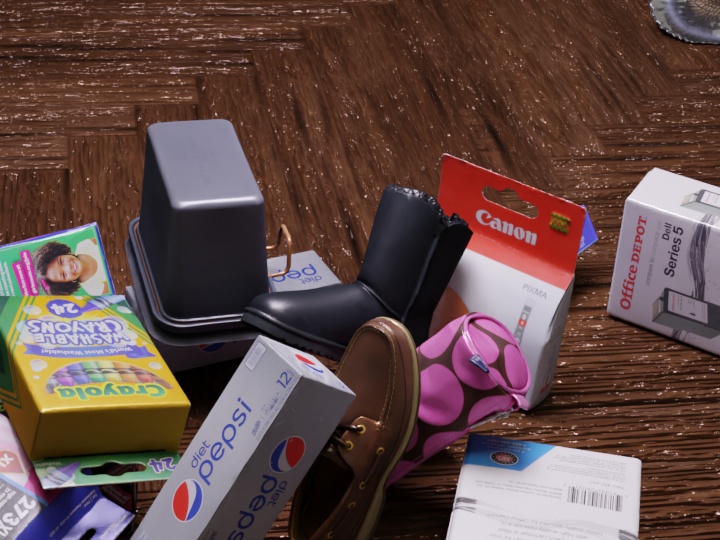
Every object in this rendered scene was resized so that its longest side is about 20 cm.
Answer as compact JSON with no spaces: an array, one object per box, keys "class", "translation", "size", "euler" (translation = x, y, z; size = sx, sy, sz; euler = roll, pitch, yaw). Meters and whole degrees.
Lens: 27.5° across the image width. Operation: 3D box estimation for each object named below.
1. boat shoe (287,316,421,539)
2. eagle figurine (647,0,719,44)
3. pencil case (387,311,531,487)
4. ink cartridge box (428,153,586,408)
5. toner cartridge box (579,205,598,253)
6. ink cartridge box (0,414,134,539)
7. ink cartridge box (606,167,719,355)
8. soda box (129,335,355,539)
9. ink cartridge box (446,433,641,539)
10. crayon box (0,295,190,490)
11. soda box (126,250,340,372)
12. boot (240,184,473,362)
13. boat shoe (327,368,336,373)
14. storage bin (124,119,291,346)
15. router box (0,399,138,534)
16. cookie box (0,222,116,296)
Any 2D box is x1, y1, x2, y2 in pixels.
[{"class":"boat shoe","translation":[-0.008,0.135,1.163],"size":[0.072,0.201,0.067],"euler":[23,13,34]},{"class":"eagle figurine","translation":[0.550,-0.401,2.194],"size":[0.200,0.151,0.152],"euler":[-12,-23,32]},{"class":"pencil case","translation":[0.046,0.122,1.219],"size":[0.091,0.200,0.094],"euler":[0,56,-57]},{"class":"ink cartridge box","translation":[0.118,0.011,1.380],"size":[0.162,0.200,0.050],"euler":[24,35,29]},{"class":"toner cartridge box","translation":[0.152,-0.005,1.519],"size":[0.095,0.043,0.200],"euler":[-17,11,46]},{"class":"ink cartridge box","translation":[-0.281,0.164,1.131],"size":[0.200,0.037,0.095],"euler":[28,47,16]},{"class":"ink cartridge box","translation":[0.360,0.001,1.479],"size":[0.200,0.146,0.084],"euler":[20,37,24]},{"class":"soda box","translation":[-0.092,0.154,1.133],"size":[0.068,0.200,0.063],"euler":[25,10,-47]},{"class":"ink cartridge box","translation":[0.140,0.227,1.149],"size":[0.146,0.084,0.200],"euler":[9,32,8]},{"class":"crayon box","translation":[-0.221,0.091,1.184],"size":[0.125,0.052,0.200],"euler":[0,31,-32]},{"class":"soda box","translation":[-0.122,0.039,1.421],"size":[0.200,0.064,0.068],"euler":[-12,35,-24]},{"class":"boot","translation":[0.000,0.000,1.315],"size":[0.200,0.169,0.076],"euler":[19,-2,-35]},{"class":"boat shoe","translation":[-0.010,0.119,1.318],"size":[0.199,0.072,0.065],"euler":[3,33,4]},{"class":"storage bin","translation":[-0.136,-0.045,1.353],"size":[0.145,0.135,0.200],"euler":[-5,35,-15]},{"class":"router box","translation":[-0.283,0.142,1.230],"size":[0.199,0.062,0.150],"euler":[2,38,-8]},{"class":"cookie box","translation":[-0.351,0.023,1.347],"size":[0.200,0.075,0.171],"euler":[-17,2,-31]}]
